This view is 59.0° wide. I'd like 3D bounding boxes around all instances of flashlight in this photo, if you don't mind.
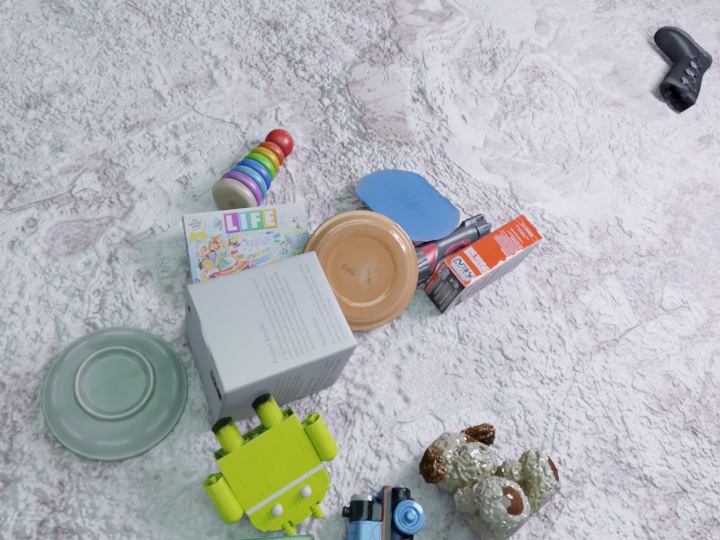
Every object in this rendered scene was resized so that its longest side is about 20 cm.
[{"bbox_3d":[0.158,-0.035,1.161,0.199,0.068,0.068,-23,68,-31],"label":"flashlight"}]

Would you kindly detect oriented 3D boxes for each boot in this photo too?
[{"bbox_3d":[0.782,-0.506,1.589,0.164,0.066,0.200,34,63,5],"label":"boot"}]

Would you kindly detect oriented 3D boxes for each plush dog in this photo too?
[{"bbox_3d":[0.174,0.315,0.953,0.199,0.161,0.172,-7,46,-50],"label":"plush dog"}]

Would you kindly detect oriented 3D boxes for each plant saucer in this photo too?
[{"bbox_3d":[0.000,0.000,1.054,0.199,0.032,0.202,0,90,-9],"label":"plant saucer"},{"bbox_3d":[-0.349,0.166,0.909,0.199,0.050,0.201,7,61,-13],"label":"plant saucer"}]

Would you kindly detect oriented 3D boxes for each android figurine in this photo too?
[{"bbox_3d":[-0.118,0.274,0.874,0.181,0.041,0.201,-28,105,-14],"label":"android figurine"}]

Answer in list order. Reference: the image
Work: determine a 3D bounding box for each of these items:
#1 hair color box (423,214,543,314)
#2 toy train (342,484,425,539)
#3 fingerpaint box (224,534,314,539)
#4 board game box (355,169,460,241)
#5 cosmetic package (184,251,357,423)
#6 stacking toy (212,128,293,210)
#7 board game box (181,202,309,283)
[{"bbox_3d":[0.218,-0.012,1.135,0.199,0.111,0.064,-30,73,-28],"label":"hair color box"},{"bbox_3d":[0.028,0.398,0.878,0.113,0.087,0.201,6,61,-6],"label":"toy train"},{"bbox_3d":[-0.156,0.433,0.808,0.199,0.073,0.168,3,62,-15],"label":"fingerpaint box"},{"bbox_3d":[0.085,-0.112,1.179,0.157,0.039,0.200,-23,56,-34],"label":"board game box"},{"bbox_3d":[-0.139,0.101,0.935,0.199,0.165,0.165,-16,66,-23],"label":"cosmetic package"},{"bbox_3d":[-0.177,-0.183,1.131,0.085,0.085,0.200,30,55,1],"label":"stacking toy"},{"bbox_3d":[-0.182,-0.034,1.043,0.199,0.034,0.135,-9,89,-20],"label":"board game box"}]
